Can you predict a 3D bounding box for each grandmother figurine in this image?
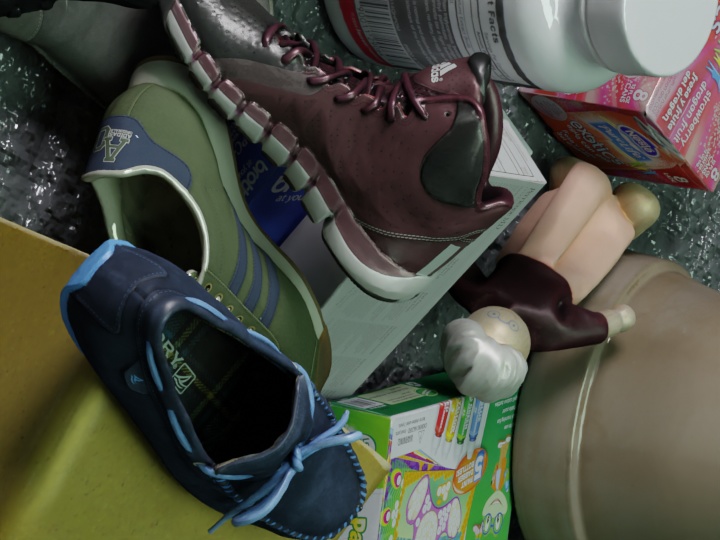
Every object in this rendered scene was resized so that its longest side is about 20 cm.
[{"bbox_3d":[0.097,0.006,1.534,0.200,0.121,0.061,-53,154,-49],"label":"grandmother figurine"}]

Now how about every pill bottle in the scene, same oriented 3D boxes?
[{"bbox_3d":[0.085,-0.152,1.418,0.111,0.200,0.111,-14,110,-45],"label":"pill bottle"}]

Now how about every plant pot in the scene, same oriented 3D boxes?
[{"bbox_3d":[0.212,0.097,1.608,0.200,0.173,0.201,-26,121,-55],"label":"plant pot"},{"bbox_3d":[-0.147,0.109,1.253,0.195,0.194,0.200,39,78,-44],"label":"plant pot"}]

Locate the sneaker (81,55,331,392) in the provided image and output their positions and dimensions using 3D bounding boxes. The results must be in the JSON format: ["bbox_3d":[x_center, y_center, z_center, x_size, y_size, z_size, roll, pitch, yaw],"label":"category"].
[{"bbox_3d":[-0.081,0.003,1.303,0.090,0.067,0.201,-58,133,-48],"label":"sneaker"}]

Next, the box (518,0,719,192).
[{"bbox_3d":[0.193,-0.157,1.606,0.095,0.100,0.200,43,68,-43],"label":"box"}]

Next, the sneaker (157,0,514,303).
[{"bbox_3d":[0.001,-0.091,1.275,0.200,0.115,0.076,51,28,-10],"label":"sneaker"}]

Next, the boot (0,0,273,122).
[{"bbox_3d":[-0.110,-0.163,1.303,0.200,0.073,0.182,23,97,-41],"label":"boot"}]

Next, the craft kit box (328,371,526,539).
[{"bbox_3d":[0.029,0.162,1.510,0.200,0.048,0.198,-11,112,-64],"label":"craft kit box"}]

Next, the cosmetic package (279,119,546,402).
[{"bbox_3d":[0.000,0.000,1.395,0.082,0.051,0.200,8,133,-46],"label":"cosmetic package"}]

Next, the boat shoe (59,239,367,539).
[{"bbox_3d":[-0.055,0.067,1.140,0.084,0.069,0.200,-56,135,-6],"label":"boat shoe"}]

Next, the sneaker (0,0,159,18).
[{"bbox_3d":[-0.189,-0.112,1.184,0.199,0.073,0.112,13,97,-5],"label":"sneaker"}]

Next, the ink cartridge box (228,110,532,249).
[{"bbox_3d":[-0.007,-0.044,1.425,0.200,0.044,0.094,-6,144,-46],"label":"ink cartridge box"}]
